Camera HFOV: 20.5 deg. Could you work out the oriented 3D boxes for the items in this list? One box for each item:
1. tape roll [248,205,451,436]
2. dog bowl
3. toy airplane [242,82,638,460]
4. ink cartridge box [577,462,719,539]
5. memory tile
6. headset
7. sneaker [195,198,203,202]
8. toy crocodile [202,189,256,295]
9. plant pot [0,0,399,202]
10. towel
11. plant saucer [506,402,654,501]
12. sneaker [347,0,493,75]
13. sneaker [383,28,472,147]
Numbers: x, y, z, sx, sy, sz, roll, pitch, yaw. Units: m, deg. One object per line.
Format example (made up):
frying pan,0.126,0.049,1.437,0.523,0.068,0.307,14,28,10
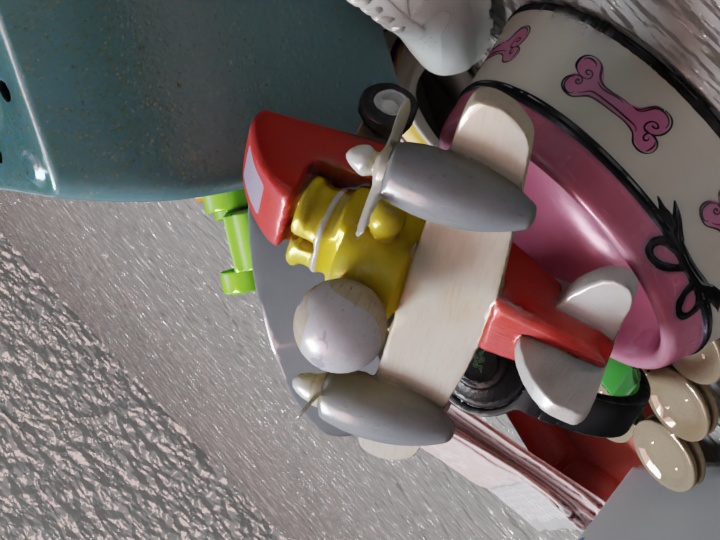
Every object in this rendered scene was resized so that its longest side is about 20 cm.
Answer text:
tape roll,0.000,0.000,1.241,0.200,0.066,0.202,-11,-90,-71
dog bowl,0.121,-0.035,1.011,0.200,0.074,0.200,45,166,14
toy airplane,0.031,0.012,0.960,0.199,0.141,0.201,-2,116,48
ink cartridge box,0.227,0.237,1.203,0.144,0.147,0.200,-9,122,54
memory tile,0.138,0.033,1.186,0.200,0.017,0.154,40,147,31
headset,0.076,0.019,1.103,0.199,0.094,0.124,24,-159,-10
sneaker,-0.084,-0.099,1.378,0.200,0.075,0.093,177,81,-71
toy crocodile,-0.063,-0.023,1.283,0.200,0.061,0.068,48,-150,-90
plant pot,-0.127,-0.132,1.083,0.195,0.199,0.197,9,122,53
towel,0.075,0.127,1.426,0.191,0.032,0.200,34,172,0
plant saucer,0.159,0.106,1.356,0.200,0.037,0.200,31,158,53
sneaker,0.006,-0.163,1.003,0.076,0.080,0.200,34,162,40
sneaker,0.052,-0.046,1.151,0.090,0.075,0.201,3,127,49
